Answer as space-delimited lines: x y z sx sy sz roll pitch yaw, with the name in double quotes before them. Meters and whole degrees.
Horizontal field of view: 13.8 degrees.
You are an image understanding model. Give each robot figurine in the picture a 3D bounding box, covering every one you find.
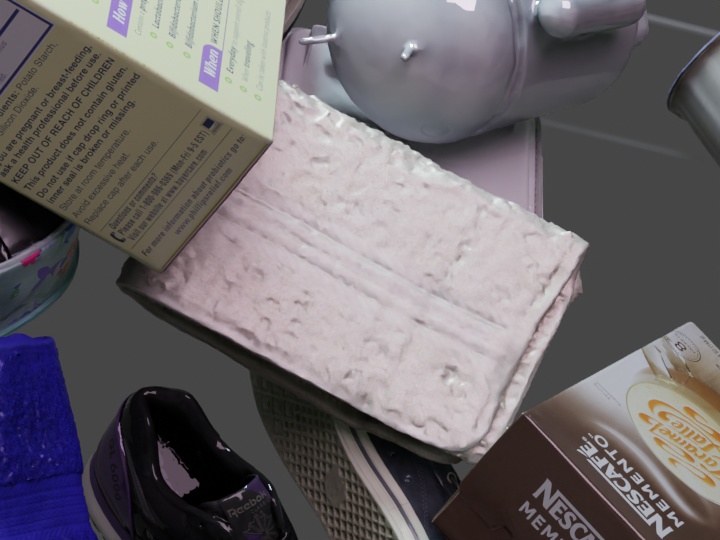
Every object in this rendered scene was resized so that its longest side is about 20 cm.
"robot figurine" 0.062 -0.129 1.508 0.200 0.169 0.114 -18 100 -45

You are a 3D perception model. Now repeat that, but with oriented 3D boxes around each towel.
"towel" -0.174 0.129 1.333 0.147 0.049 0.201 -8 83 -40
"towel" 0.000 0.000 1.422 0.199 0.034 0.133 29 73 0

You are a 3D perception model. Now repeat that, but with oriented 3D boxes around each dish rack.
"dish rack" 0.020 -0.056 1.525 0.171 0.044 0.200 16 34 -8

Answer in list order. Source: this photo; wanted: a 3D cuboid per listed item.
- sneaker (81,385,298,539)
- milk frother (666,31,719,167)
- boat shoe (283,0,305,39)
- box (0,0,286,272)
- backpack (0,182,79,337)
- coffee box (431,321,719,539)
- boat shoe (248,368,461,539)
"sneaker" -0.058 0.143 1.390 0.076 0.088 0.200 -31 74 -31
"milk frother" 0.303 -0.065 1.627 0.189 0.180 0.200 57 17 18
"boat shoe" -0.054 -0.146 1.579 0.072 0.063 0.200 13 51 15
"box" -0.141 -0.127 1.363 0.199 0.097 0.176 30 34 -20
"backpack" -0.227 -0.048 1.411 0.177 0.151 0.200 -27 62 -30
"coffee box" 0.136 0.110 1.431 0.114 0.080 0.200 46 29 12
"boat shoe" 0.001 0.078 1.460 0.062 0.075 0.201 -11 61 -35
